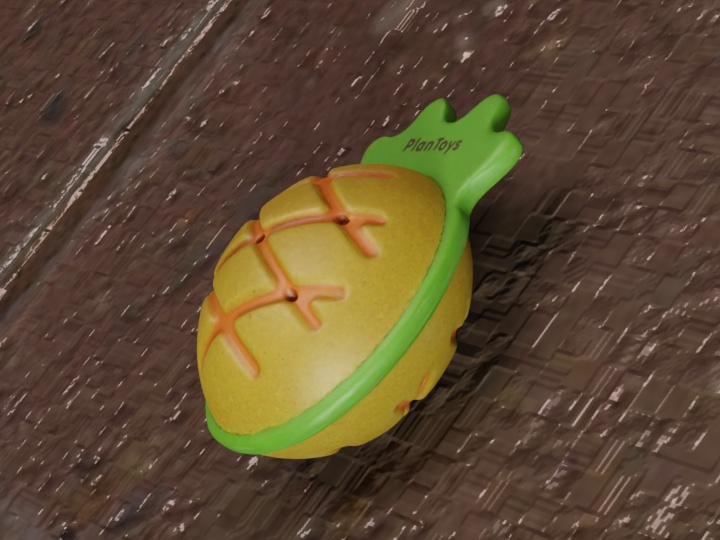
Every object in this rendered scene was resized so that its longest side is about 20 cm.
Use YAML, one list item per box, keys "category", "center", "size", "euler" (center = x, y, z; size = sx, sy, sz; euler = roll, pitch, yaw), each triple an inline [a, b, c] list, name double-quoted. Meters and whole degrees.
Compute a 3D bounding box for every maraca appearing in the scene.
- category: "maraca"
  center: [0.000, 0.000, 1.055]
  size: [0.137, 0.107, 0.200]
  euler: [5, 56, 54]
